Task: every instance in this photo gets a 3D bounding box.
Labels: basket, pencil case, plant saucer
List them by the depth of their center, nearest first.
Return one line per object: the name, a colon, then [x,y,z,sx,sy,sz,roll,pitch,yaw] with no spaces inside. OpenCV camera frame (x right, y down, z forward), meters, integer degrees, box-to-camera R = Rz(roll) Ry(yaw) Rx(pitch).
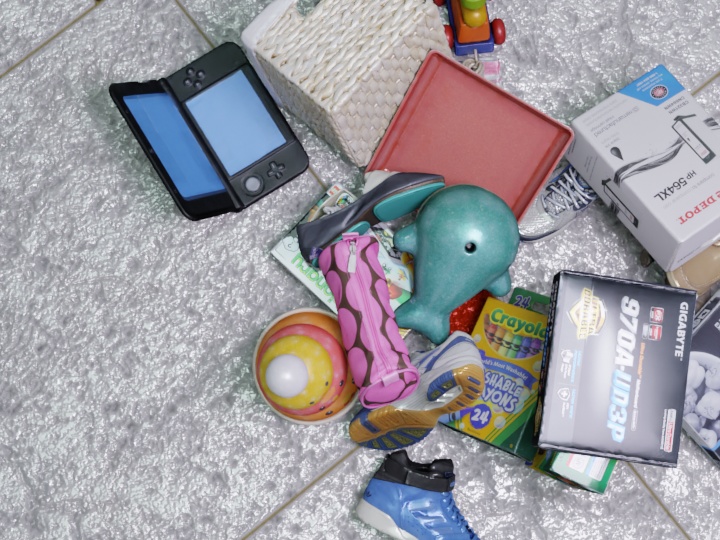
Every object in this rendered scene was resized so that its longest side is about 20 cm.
pencil case: [0.009,0.057,1.541,0.090,0.094,0.201,-12,67,-18]
basket: [-0.008,-0.266,1.579,0.161,0.200,0.198,42,85,20]
plant saucer: [0.132,-0.145,1.596,0.200,0.037,0.200,31,121,2]

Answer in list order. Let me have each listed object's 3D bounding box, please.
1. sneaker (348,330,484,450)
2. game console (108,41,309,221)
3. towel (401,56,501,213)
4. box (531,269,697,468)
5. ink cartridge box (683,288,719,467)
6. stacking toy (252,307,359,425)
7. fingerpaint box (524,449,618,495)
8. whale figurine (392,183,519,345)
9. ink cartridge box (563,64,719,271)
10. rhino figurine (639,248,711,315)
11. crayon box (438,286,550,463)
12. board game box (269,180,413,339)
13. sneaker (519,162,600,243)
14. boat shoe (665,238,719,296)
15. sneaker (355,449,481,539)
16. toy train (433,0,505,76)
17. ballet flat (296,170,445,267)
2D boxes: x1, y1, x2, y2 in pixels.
sneaker: [0.070,0.148,1.594,0.200,0.088,0.075,-31,127,25]
game console: [-0.184,-0.178,1.624,0.176,0.116,0.200,-31,84,-4]
towel: [0.114,-0.173,1.669,0.146,0.030,0.201,-3,83,0]
box: [0.283,0.110,1.454,0.158,0.046,0.201,9,83,-2]
ink cartridge box: [0.470,0.127,1.593,0.200,0.043,0.198,-47,105,-7]
stacking toy: [-0.076,0.122,1.536,0.145,0.200,0.147,0,92,9]
fingerpaint box: [0.278,0.158,1.555,0.073,0.167,0.201,25,84,0]
whale figurine: [0.111,-0.004,1.566,0.159,0.104,0.200,27,100,-7]
ink cartridge box: [0.362,-0.122,1.547,0.146,0.084,0.200,-33,68,-14]
rhino figurine: [0.403,0.048,1.622,0.087,0.060,0.201,0,83,-24]
crayon box: [0.188,0.116,1.588,0.125,0.052,0.201,18,80,40]
board game box: [0.000,0.000,1.642,0.200,0.035,0.126,42,85,5]
sneaker: [0.270,-0.108,1.633,0.200,0.085,0.077,-36,84,-4]
boat shoe: [0.441,-0.036,1.586,0.200,0.064,0.071,-41,98,-35]
sneaker: [0.105,0.291,1.581,0.199,0.077,0.112,26,92,10]
toy train: [0.141,-0.315,1.624,0.084,0.116,0.201,-7,65,-1]
ballet flat: [0.006,-0.081,1.599,0.200,0.073,0.073,-32,83,4]
